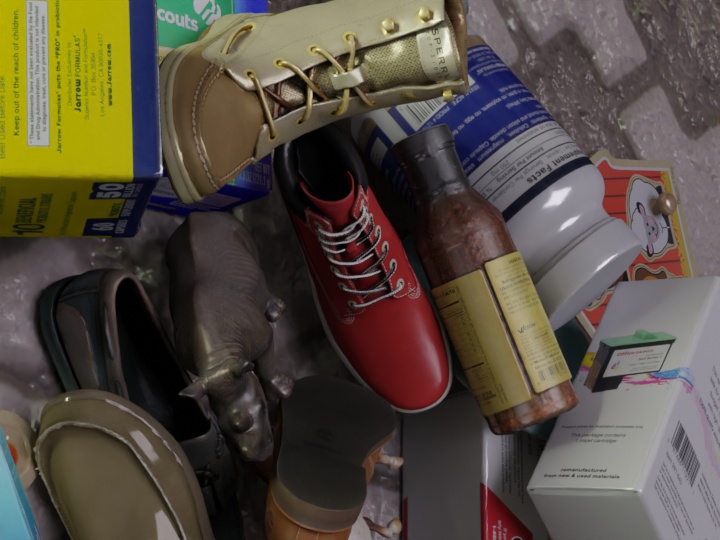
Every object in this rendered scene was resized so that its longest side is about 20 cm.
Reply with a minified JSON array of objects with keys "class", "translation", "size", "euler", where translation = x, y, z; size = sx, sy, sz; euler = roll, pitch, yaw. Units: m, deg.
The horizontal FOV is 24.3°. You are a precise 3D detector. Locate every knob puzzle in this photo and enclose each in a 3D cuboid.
[{"class":"knob puzzle","translation":[0.223,-0.005,1.370],"size":[0.219,0.030,0.220],"euler":[15,67,-41]}]

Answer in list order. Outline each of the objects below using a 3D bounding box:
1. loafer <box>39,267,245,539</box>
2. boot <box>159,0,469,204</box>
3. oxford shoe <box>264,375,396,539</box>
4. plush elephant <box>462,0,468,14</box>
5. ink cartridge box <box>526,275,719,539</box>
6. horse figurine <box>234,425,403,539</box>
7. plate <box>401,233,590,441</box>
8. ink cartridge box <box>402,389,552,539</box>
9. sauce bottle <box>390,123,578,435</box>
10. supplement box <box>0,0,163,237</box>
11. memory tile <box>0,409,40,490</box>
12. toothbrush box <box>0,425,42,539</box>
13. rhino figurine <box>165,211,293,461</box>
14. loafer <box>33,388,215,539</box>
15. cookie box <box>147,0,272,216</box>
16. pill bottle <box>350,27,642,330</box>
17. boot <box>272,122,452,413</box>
[{"class":"loafer","translation":[-0.119,0.091,0.976],"size":[0.072,0.063,0.200],"euler":[-38,105,-45]},{"class":"boot","translation":[-0.021,-0.104,0.925],"size":[0.200,0.155,0.073],"euler":[-64,144,-63]},{"class":"oxford shoe","translation":[-0.026,0.119,0.988],"size":[0.071,0.071,0.200],"euler":[19,21,3]},{"class":"plush elephant","translation":[0.028,-0.262,1.155],"size":[0.165,0.200,0.155],"euler":[-44,108,-7]},{"class":"ink cartridge box","translation":[0.203,0.122,1.130],"size":[0.145,0.084,0.200],"euler":[62,42,-32]},{"class":"horse figurine","translation":[-0.004,0.178,1.036],"size":[0.132,0.050,0.200],"euler":[19,44,-46]},{"class":"plate","translation":[0.108,0.040,1.176],"size":[0.200,0.026,0.200],"euler":[33,27,-19]},{"class":"ink cartridge box","translation":[0.127,0.175,1.179],"size":[0.200,0.084,0.145],"euler":[18,65,-39]},{"class":"sauce bottle","translation":[0.077,0.004,1.072],"size":[0.066,0.066,0.201],"euler":[-16,84,-46]},{"class":"supplement box","translation":[-0.208,-0.082,0.852],"size":[0.199,0.109,0.110],"euler":[0,75,-14]},{"class":"memory tile","translation":[-0.251,0.137,0.864],"size":[0.200,0.017,0.154],"euler":[13,68,-42]},{"class":"toothbrush box","translation":[-0.242,0.082,0.773],"size":[0.146,0.085,0.201],"euler":[-21,93,-11]},{"class":"rhino figurine","translation":[-0.078,0.039,0.965],"size":[0.200,0.060,0.088],"euler":[-103,171,-53]},{"class":"loafer","translation":[-0.120,0.158,0.935],"size":[0.200,0.076,0.067],"euler":[60,21,-13]},{"class":"cookie box","translation":[-0.140,-0.148,1.021],"size":[0.171,0.075,0.201],"euler":[11,69,-43]},{"class":"pill bottle","translation":[0.095,-0.060,1.152],"size":[0.116,0.116,0.200],"euler":[-25,71,-46]},{"class":"boot","translation":[0.000,0.000,1.030],"size":[0.072,0.144,0.200],"euler":[-26,91,-2]}]
